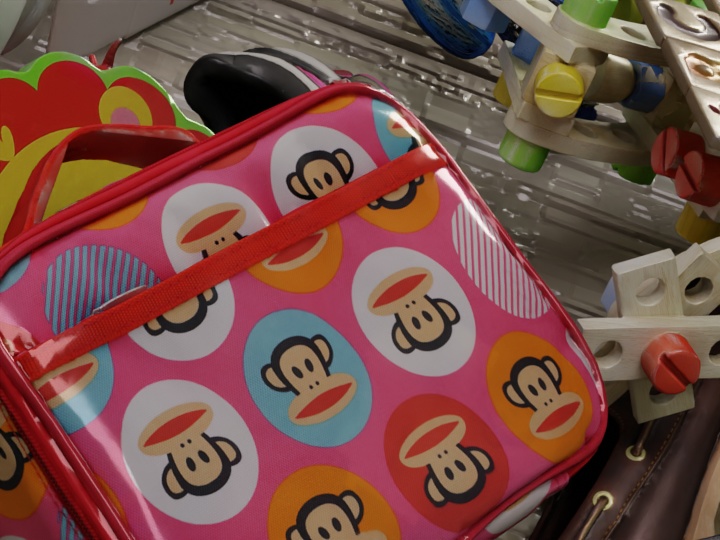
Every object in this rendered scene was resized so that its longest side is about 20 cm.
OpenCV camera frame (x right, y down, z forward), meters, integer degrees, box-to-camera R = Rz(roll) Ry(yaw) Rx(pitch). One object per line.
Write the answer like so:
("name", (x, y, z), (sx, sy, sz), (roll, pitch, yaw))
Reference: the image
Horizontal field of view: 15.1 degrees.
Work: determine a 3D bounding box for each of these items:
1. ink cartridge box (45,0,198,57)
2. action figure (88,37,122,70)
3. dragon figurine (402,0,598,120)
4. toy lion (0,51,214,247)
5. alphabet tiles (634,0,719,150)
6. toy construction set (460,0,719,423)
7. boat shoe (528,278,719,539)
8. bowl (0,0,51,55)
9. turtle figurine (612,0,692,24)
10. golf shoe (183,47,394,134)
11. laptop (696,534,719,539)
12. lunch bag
("ink cartridge box", (-0.061, -0.170, 1.071), (0.200, 0.116, 0.068), (-32, 66, -34))
("action figure", (-0.126, -0.007, 0.939), (0.065, 0.099, 0.200), (9, 48, -11))
("dragon figurine", (0.040, -0.123, 1.042), (0.200, 0.059, 0.099), (36, 17, -46))
("toy lion", (-0.087, 0.036, 0.877), (0.192, 0.069, 0.200), (44, 50, -18))
("alphabet tiles", (0.197, -0.047, 0.957), (0.200, 0.006, 0.166), (14, 31, -20))
("toy construction set", (0.110, -0.034, 0.958), (0.131, 0.092, 0.200), (16, 38, -25))
("boat shoe", (0.098, 0.064, 0.964), (0.070, 0.070, 0.200), (25, 50, -2))
("bowl", (-0.165, -0.131, 0.978), (0.090, 0.201, 0.201), (8, 48, -37))
("turtle figurine", (0.183, -0.109, 1.126), (0.161, 0.064, 0.200), (-12, 79, -15))
("golf shoe", (0.000, 0.000, 0.965), (0.092, 0.073, 0.200), (14, 33, -50))
("laptop", (0.150, 0.180, 0.891), (0.200, 0.116, 0.187), (3, 68, -49))
("lunch bag", (-0.036, 0.028, 0.836), (0.200, 0.082, 0.176), (-30, 83, -41))
